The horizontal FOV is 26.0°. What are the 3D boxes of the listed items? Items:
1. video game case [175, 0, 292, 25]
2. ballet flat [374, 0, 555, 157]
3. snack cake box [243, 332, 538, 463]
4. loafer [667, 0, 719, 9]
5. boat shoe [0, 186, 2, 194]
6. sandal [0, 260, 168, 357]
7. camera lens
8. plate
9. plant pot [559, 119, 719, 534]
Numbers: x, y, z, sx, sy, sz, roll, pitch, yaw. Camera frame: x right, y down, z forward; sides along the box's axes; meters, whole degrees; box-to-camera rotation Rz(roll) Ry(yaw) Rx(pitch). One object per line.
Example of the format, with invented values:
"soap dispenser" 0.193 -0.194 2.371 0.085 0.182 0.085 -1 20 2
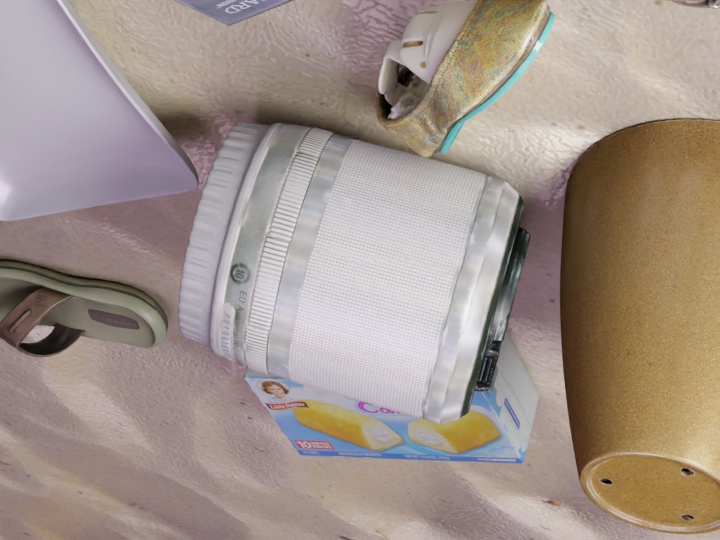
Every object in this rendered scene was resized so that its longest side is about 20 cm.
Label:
"video game case" -0.092 -0.189 0.828 0.142 0.019 0.199 -13 159 39
"ballet flat" 0.047 -0.112 0.864 0.070 0.071 0.200 22 167 -6
"snack cake box" 0.025 0.089 1.204 0.198 0.068 0.115 -1 143 28
"loafer" 0.154 -0.156 0.777 0.198 0.063 0.072 8 146 16
"boat shoe" -0.326 -0.022 1.213 0.074 0.075 0.202 21 148 -16
"sandal" -0.257 0.039 1.280 0.199 0.058 0.080 6 146 19
"camera lens" 0.000 0.000 0.996 0.198 0.161 0.160 15 148 5
"plate" -0.228 -0.119 1.045 0.198 0.032 0.200 -7 135 33
"plant pot" 0.193 0.046 0.932 0.185 0.201 0.187 14 147 9
